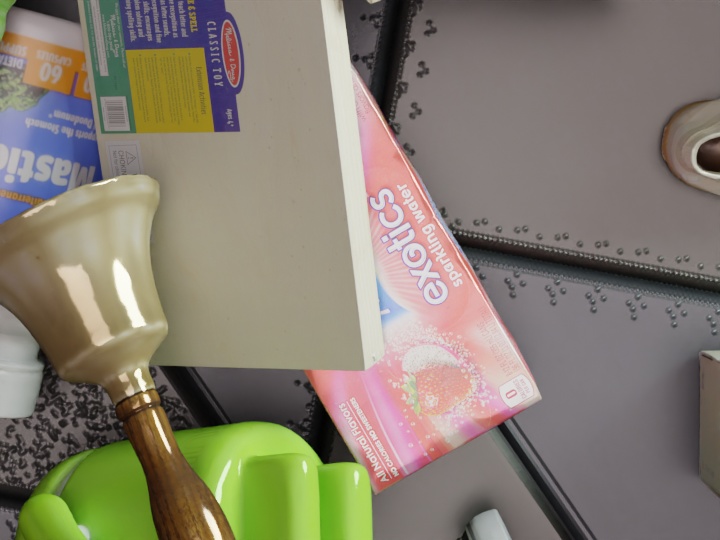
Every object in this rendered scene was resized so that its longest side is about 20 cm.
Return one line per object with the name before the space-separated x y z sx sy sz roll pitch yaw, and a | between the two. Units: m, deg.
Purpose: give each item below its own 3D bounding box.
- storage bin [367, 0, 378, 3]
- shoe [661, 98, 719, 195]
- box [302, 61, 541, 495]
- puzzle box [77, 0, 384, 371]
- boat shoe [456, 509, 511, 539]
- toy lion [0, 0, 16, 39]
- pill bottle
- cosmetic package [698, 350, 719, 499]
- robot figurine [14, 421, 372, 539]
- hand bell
storage bin | 0.041 -0.252 0.976 0.199 0.094 0.199 -26 60 -20
shoe | 0.259 -0.060 1.070 0.199 0.053 0.070 0 93 0
box | 0.000 0.000 1.054 0.102 0.095 0.201 -29 92 4
puzzle box | -0.062 -0.051 0.981 0.132 0.025 0.201 1 107 26
boat shoe | 0.080 0.227 1.080 0.056 0.069 0.201 -17 95 2
toy lion | -0.249 -0.135 1.013 0.191 0.069 0.201 33 94 37
pill bottle | -0.184 -0.031 1.045 0.112 0.112 0.201 13 92 0
cosmetic package | 0.280 0.079 1.053 0.199 0.104 0.073 -1 94 1
robot figurine | -0.089 0.139 1.023 0.199 0.175 0.116 -11 75 34
hand bell | -0.097 0.068 0.936 0.104 0.104 0.201 -27 79 2
